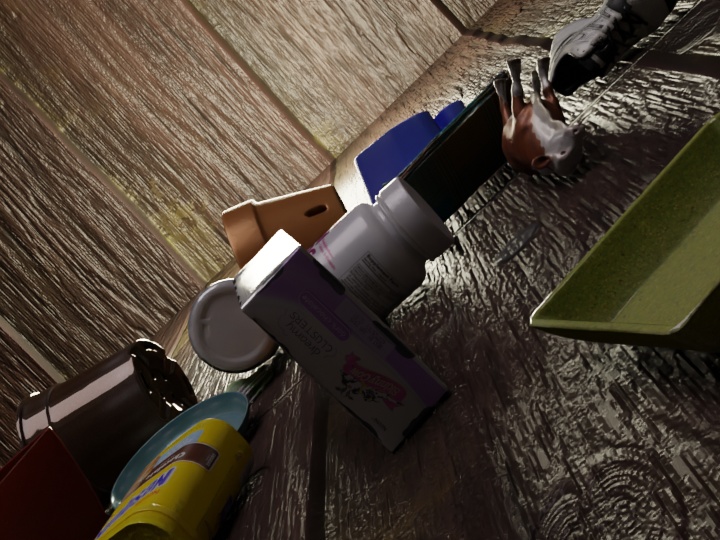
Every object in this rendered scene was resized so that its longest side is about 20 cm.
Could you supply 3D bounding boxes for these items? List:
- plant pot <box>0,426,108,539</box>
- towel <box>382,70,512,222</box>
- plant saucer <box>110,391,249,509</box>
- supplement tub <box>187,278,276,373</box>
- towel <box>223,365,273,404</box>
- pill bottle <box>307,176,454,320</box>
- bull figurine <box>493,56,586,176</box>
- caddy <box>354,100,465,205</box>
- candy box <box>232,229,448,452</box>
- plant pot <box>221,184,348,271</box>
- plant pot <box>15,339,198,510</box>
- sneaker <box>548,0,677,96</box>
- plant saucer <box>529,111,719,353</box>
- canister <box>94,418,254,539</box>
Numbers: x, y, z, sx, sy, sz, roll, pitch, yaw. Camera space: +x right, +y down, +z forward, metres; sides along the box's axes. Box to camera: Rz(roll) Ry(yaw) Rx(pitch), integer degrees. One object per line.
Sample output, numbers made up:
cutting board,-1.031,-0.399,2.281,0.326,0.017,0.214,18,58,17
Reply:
plant pot,-0.375,0.330,1.343,0.199,0.176,0.200,-39,10,31
towel,0.114,-0.127,1.445,0.200,0.022,0.147,-45,-29,-7
plant saucer,-0.207,0.220,1.455,0.199,0.028,0.201,-31,19,12
supplement tub,-0.163,0.074,1.667,0.122,0.123,0.200,-44,0,-2
towel,-0.206,0.208,1.604,0.200,0.031,0.149,-50,11,-31
pill bottle,0.000,0.000,1.348,0.200,0.113,0.113,-43,9,9
bull figurine,0.178,-0.149,1.256,0.064,0.123,0.200,-9,-1,-5
caddy,0.084,-0.139,1.645,0.140,0.106,0.200,-21,-7,-37
candy box,-0.024,0.053,1.045,0.072,0.168,0.200,-46,10,-2
plant pot,-0.064,-0.013,1.516,0.139,0.202,0.200,-26,10,2
plant pot,-0.349,0.213,1.758,0.197,0.201,0.200,-33,12,14
sneaker,0.294,-0.268,1.434,0.200,0.075,0.088,-38,26,52
plant saucer,0.211,-0.021,0.718,0.200,0.048,0.200,-46,9,-11
canister,-0.190,0.244,1.200,0.148,0.087,0.200,-40,9,24
